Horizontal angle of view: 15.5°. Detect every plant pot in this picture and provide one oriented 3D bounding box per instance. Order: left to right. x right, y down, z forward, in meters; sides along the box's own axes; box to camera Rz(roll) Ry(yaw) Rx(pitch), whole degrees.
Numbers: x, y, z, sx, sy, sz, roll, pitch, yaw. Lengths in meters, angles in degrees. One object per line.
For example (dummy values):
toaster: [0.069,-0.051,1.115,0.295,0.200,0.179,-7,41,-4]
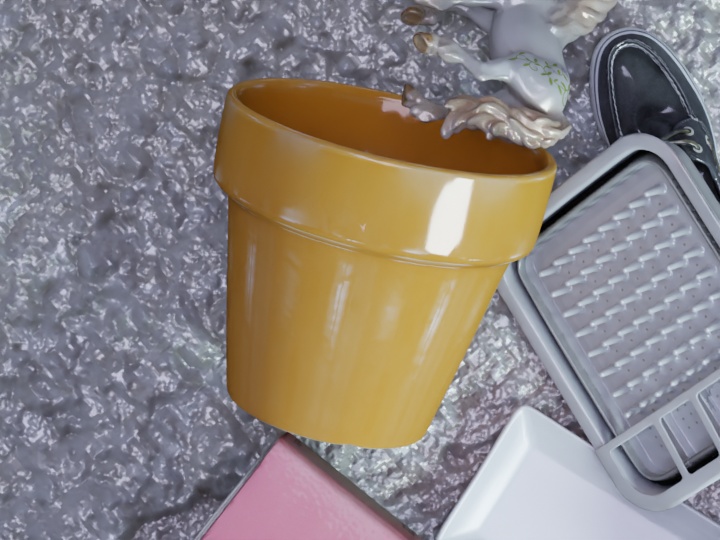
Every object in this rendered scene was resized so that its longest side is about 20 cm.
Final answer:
plant pot: [0.000,0.000,1.580,0.200,0.200,0.184,13,104,2]

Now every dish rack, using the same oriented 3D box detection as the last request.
dish rack: [0.183,0.029,1.595,0.172,0.044,0.200,-40,78,42]

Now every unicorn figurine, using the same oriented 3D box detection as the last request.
unicorn figurine: [0.096,-0.148,1.616,0.137,0.074,0.200,7,62,-7]

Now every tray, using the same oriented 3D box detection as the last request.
tray: [0.156,0.179,1.644,0.200,0.022,0.107,32,90,2]

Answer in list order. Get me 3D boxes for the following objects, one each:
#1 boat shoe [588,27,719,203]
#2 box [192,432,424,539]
boat shoe: [0.192,-0.056,1.627,0.070,0.066,0.200,-15,89,1]
box: [-0.003,0.200,1.594,0.200,0.128,0.109,38,89,1]
